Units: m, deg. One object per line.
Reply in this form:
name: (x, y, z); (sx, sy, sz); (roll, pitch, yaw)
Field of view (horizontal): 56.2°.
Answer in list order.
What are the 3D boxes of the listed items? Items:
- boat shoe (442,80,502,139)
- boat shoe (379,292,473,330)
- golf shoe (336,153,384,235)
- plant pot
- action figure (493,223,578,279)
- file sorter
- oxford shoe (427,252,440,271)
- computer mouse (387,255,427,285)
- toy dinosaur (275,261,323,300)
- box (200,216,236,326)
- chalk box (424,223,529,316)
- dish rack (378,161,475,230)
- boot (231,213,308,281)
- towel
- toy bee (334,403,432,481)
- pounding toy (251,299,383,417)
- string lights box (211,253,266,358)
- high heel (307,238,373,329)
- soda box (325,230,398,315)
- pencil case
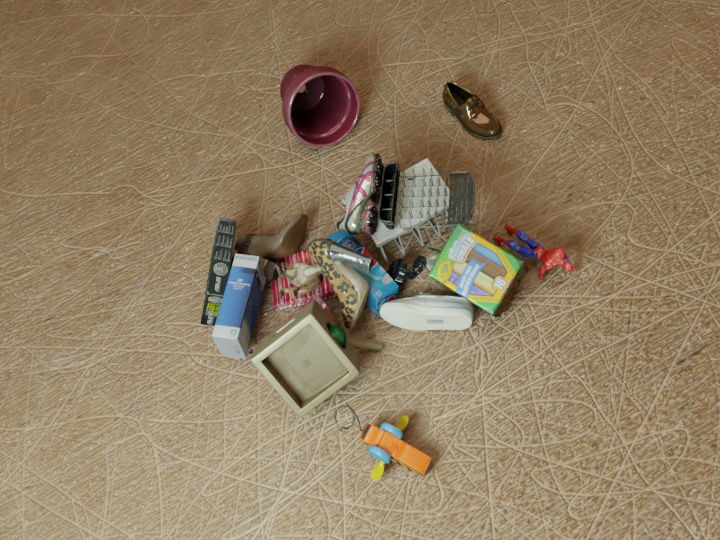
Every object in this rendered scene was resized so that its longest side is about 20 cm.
boat shoe: (0.273, -0.401, 1.687); (0.072, 0.068, 0.200); (-39, 59, -11)
boat shoe: (0.142, 0.079, 1.443); (0.198, 0.072, 0.069); (-2, 45, 17)
golf shoe: (0.001, -0.172, 1.476); (0.091, 0.073, 0.202); (4, 63, 19)
plant pot: (-0.123, -0.448, 1.763); (0.199, 0.201, 0.179); (-31, 42, -5)
action figure: (0.384, -0.025, 1.446); (0.065, 0.099, 0.200); (-44, 37, -9)
file sorter: (0.106, -0.125, 1.536); (0.199, 0.125, 0.139); (-28, 58, -2)
oxford shoe: (0.238, -0.010, 1.474); (0.198, 0.058, 0.076); (14, 66, 24)
computer mouse: (0.103, 0.002, 1.444); (0.034, 0.200, 0.059); (22, 78, -15)
toy dinosaur: (-0.109, 0.016, 1.494); (0.134, 0.200, 0.087); (-9, 86, -23)
box: (-0.328, 0.005, 1.558); (0.044, 0.161, 0.202); (9, 59, -13)
chalk box: (0.225, -0.010, 1.379); (0.199, 0.125, 0.125); (33, 96, 18)
dish rack: (0.144, -0.158, 1.440); (0.198, 0.055, 0.155); (0, 63, 15)
boot: (-0.227, -0.062, 1.608); (0.145, 0.070, 0.201); (17, 68, 32)
towel: (-0.116, 0.009, 1.580); (0.198, 0.023, 0.146); (-14, 57, 7)
toy bee: (0.043, 0.327, 1.314); (0.130, 0.109, 0.201); (-36, 82, -17)
pounding toy: (-0.082, 0.170, 1.384); (0.199, 0.142, 0.185); (-37, 101, 9)
string lights box: (-0.259, 0.077, 1.464); (0.058, 0.103, 0.202); (6, 59, 6)
high heel: (-0.054, 0.027, 1.419); (0.141, 0.202, 0.072); (21, 36, 12)
soda box: (0.000, 0.000, 1.506); (0.064, 0.068, 0.200); (-32, 63, -21)
pencil case: (-0.142, 0.144, 1.473); (0.200, 0.088, 0.087); (-40, 58, -9)
